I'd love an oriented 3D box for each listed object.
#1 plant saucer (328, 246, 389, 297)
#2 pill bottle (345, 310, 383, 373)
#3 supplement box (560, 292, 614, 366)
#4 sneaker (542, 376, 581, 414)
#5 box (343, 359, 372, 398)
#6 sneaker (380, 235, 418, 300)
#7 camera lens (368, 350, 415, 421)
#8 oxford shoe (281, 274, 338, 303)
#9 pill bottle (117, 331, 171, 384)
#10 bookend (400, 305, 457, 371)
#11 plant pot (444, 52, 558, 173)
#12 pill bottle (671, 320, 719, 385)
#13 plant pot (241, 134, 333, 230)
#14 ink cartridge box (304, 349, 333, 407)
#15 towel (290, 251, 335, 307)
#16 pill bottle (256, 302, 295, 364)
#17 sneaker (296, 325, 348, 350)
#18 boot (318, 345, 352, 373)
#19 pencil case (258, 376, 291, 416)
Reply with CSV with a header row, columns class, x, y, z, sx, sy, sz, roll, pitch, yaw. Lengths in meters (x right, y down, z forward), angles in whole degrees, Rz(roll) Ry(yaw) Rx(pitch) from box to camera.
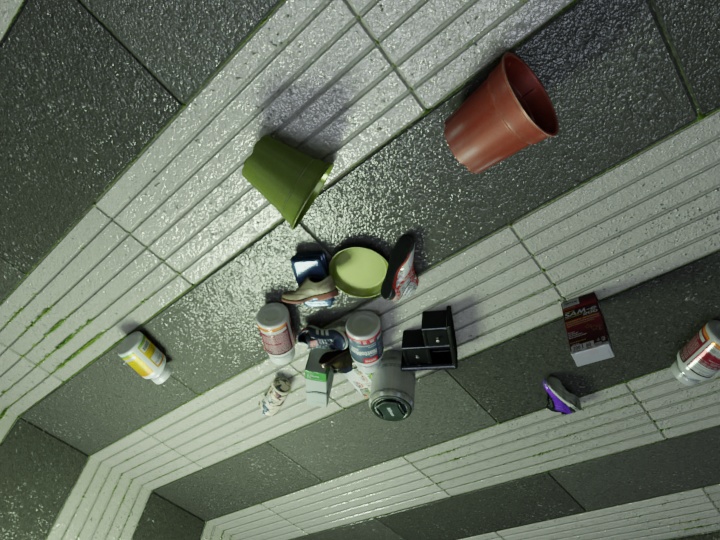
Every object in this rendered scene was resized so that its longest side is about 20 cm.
class,x,y,z,sx,sy,sz,roll,pitch,yaw
plant saucer,0.000,0.000,1.605,0.193,0.032,0.204,5,131,6
pill bottle,0.019,0.246,1.757,0.116,0.121,0.204,-1,131,10
supplement box,0.657,0.169,1.520,0.107,0.203,0.061,-23,124,27
sneaker,0.691,0.457,1.854,0.199,0.071,0.099,39,129,-22
box,0.013,0.396,1.944,0.108,0.035,0.201,-21,124,25
sneaker,0.136,-0.005,1.560,0.106,0.067,0.206,3,114,-42
camera lens,0.114,0.406,1.823,0.155,0.203,0.163,5,132,6
oxford shoe,-0.160,0.054,1.606,0.194,0.070,0.077,-10,103,21
pill bottle,-0.813,0.338,1.987,0.108,0.113,0.202,-16,126,23
bookend,0.215,0.228,1.723,0.192,0.093,0.204,-5,129,14
plant pot,0.302,-0.334,1.166,0.199,0.204,0.194,37,136,-22
pill bottle,1.045,0.256,1.589,0.110,0.115,0.203,15,133,-4
plant pot,-0.197,-0.243,1.344,0.188,0.201,0.201,34,130,-3
ink cartridge box,-0.144,0.369,1.874,0.080,0.149,0.204,7,131,5
towel,-0.149,0.030,1.646,0.108,0.049,0.204,-2,131,11
pill bottle,-0.284,0.220,1.791,0.110,0.116,0.204,1,131,8
sneaker,-0.132,0.236,1.748,0.196,0.084,0.077,3,106,37
boot,-0.073,0.317,1.767,0.073,0.199,0.100,-5,99,29
pencil case,-0.338,0.497,2.065,0.087,0.079,0.202,12,134,-21
